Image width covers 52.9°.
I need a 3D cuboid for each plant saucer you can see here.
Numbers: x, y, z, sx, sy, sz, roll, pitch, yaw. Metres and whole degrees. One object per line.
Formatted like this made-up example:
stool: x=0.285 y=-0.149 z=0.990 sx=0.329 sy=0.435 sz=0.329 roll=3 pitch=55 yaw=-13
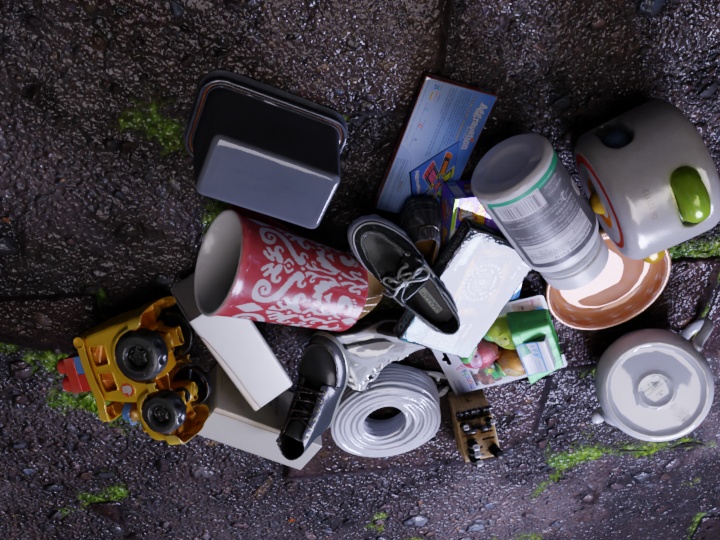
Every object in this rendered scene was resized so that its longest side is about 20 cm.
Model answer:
plant saucer: x=0.384 y=0.008 z=1.138 sx=0.199 sy=0.038 sz=0.201 roll=-5 pitch=128 yaw=-6

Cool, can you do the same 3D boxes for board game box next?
board game box: x=0.097 y=-0.160 z=0.974 sx=0.102 sy=0.020 sz=0.201 roll=11 pitch=125 yaw=-16
board game box: x=0.178 y=-0.039 z=1.051 sx=0.133 sy=0.045 sz=0.201 roll=-9 pitch=129 yaw=-14
board game box: x=0.152 y=0.032 z=1.040 sx=0.135 sy=0.028 sz=0.201 roll=18 pitch=116 yaw=-29

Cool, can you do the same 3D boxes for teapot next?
teapot: x=0.494 y=0.181 z=1.227 sx=0.198 sy=0.146 sz=0.199 roll=-2 pitch=97 yaw=16

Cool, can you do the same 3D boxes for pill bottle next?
pill bottle: x=0.239 y=-0.071 z=0.942 sx=0.113 sy=0.113 sz=0.200 roll=-33 pitch=124 yaw=17

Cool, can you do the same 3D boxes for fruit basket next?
fruit basket: x=0.221 y=0.130 z=1.174 sx=0.199 sy=0.094 sz=0.186 roll=-20 pitch=128 yaw=11

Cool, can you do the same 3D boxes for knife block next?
knife block: x=0.203 y=0.298 z=1.247 sx=0.063 sy=0.176 sz=0.201 roll=-11 pitch=129 yaw=2

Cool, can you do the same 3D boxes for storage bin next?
storage bin: x=-0.119 y=-0.131 z=0.892 sx=0.199 sy=0.135 sz=0.146 roll=17 pitch=123 yaw=-20

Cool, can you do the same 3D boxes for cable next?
cable: x=0.041 y=0.245 z=1.249 sx=0.199 sy=0.069 sz=0.201 roll=17 pitch=123 yaw=-21

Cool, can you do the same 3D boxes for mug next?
mug: x=-0.098 y=-0.010 z=0.954 sx=0.199 sy=0.179 sz=0.133 roll=15 pitch=155 yaw=-34

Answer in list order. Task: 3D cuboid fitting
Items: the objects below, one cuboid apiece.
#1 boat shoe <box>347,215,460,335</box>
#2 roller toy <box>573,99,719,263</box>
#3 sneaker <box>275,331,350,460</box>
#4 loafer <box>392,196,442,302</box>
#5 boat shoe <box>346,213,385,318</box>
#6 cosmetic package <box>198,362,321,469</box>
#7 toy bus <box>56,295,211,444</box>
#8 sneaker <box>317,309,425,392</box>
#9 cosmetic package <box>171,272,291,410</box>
boat shoe: x=0.060 y=0.011 z=0.951 sx=0.073 sy=0.068 sz=0.200 roll=-37 pitch=109 yaw=6
roller toy: x=0.367 y=-0.114 z=0.949 sx=0.139 sy=0.183 sz=0.200 roll=-25 pitch=160 yaw=9
sneaker: x=-0.073 y=0.196 z=1.103 sx=0.074 sy=0.106 sz=0.201 roll=18 pitch=123 yaw=17
loafer: x=0.073 y=-0.011 z=1.043 sx=0.072 sy=0.073 sz=0.201 roll=0 pitch=139 yaw=-6
boat shoe: x=0.000 y=0.000 z=1.056 sx=0.070 sy=0.070 sz=0.201 roll=-4 pitch=140 yaw=-33
cosmetic package: x=-0.167 y=0.242 z=1.194 sx=0.199 sy=0.104 sz=0.073 roll=25 pitch=120 yaw=-26
toy bus: x=-0.336 y=0.159 z=1.054 sx=0.191 sy=0.136 sz=0.201 roll=-15 pitch=99 yaw=10
sneaker: x=0.036 y=0.130 z=1.146 sx=0.199 sy=0.076 sz=0.116 roll=-2 pitch=118 yaw=5
cosmetic package: x=-0.186 y=0.099 z=1.061 sx=0.073 sy=0.104 sz=0.201 roll=-35 pitch=127 yaw=-9
